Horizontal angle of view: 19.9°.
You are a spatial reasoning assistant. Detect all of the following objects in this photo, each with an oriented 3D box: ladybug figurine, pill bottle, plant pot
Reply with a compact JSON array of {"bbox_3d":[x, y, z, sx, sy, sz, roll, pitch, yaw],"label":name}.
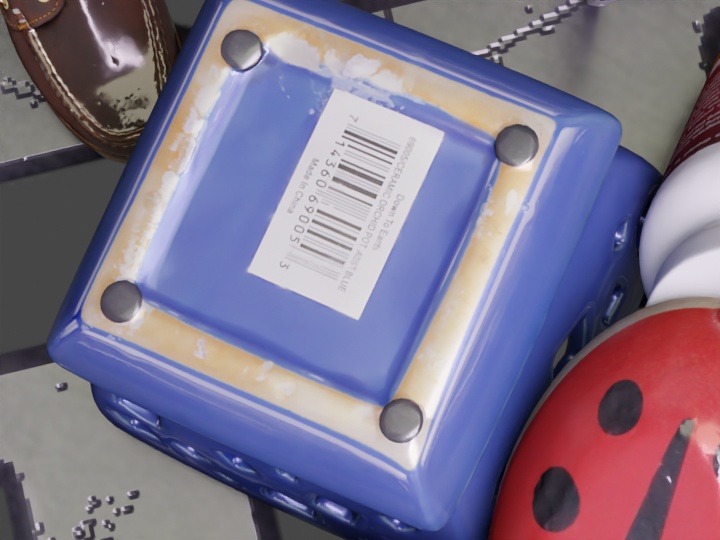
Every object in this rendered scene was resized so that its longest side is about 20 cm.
[{"bbox_3d":[0.106,0.104,0.744,0.135,0.072,0.201,20,108,22],"label":"ladybug figurine"},{"bbox_3d":[0.177,-0.024,0.831,0.113,0.113,0.200,27,38,5],"label":"pill bottle"},{"bbox_3d":[0.000,0.000,0.831,0.199,0.180,0.201,23,82,14],"label":"plant pot"}]

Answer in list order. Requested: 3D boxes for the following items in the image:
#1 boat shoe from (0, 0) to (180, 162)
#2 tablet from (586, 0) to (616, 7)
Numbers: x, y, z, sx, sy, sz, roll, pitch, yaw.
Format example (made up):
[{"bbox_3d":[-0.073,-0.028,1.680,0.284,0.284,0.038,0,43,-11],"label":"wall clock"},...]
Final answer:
[{"bbox_3d":[-0.136,-0.144,0.918,0.070,0.070,0.201,-25,82,-4],"label":"boat shoe"},{"bbox_3d":[0.114,-0.218,0.885,0.014,0.130,0.201,4,94,0],"label":"tablet"}]
